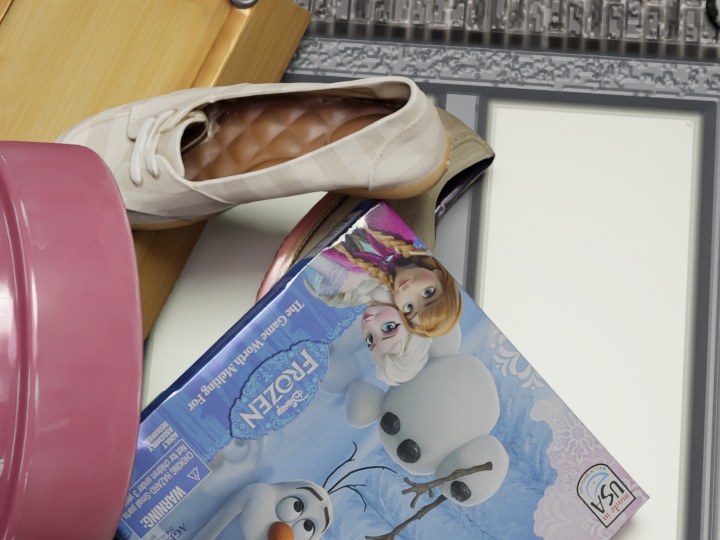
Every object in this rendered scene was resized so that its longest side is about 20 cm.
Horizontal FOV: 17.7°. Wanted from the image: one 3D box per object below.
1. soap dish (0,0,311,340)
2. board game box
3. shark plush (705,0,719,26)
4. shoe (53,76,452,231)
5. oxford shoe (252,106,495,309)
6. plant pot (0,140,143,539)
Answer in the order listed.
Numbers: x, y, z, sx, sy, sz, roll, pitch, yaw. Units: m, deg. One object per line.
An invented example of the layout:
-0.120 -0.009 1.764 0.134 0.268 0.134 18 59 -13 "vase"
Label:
-0.137 -0.085 1.181 0.157 0.081 0.201 23 73 9 "soap dish"
0.001 0.105 1.099 0.200 0.043 0.199 -44 98 -12 "board game box"
0.275 -0.128 1.191 0.200 0.091 0.083 43 48 19 "shark plush"
-0.058 -0.063 1.090 0.199 0.053 0.070 -5 65 11 "shoe"
0.000 0.000 1.155 0.075 0.070 0.201 28 75 7 "oxford shoe"
-0.209 0.040 1.016 0.178 0.200 0.201 1 70 -25 "plant pot"
